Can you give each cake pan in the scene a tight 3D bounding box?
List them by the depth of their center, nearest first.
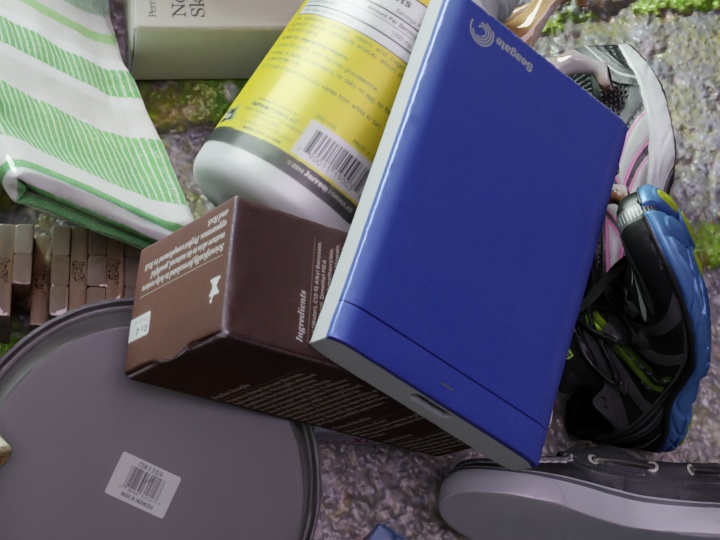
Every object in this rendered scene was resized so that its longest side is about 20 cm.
[{"bbox_3d":[-0.115,0.114,0.799,0.198,0.037,0.203,1,87,-12],"label":"cake pan"}]

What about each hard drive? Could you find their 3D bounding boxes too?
[{"bbox_3d":[0.060,-0.022,0.755,0.131,0.025,0.202,33,61,-25],"label":"hard drive"}]

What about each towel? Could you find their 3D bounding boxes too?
[{"bbox_3d":[-0.162,-0.105,0.812,0.023,0.152,0.201,-33,62,22],"label":"towel"}]

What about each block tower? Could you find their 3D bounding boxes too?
[{"bbox_3d":[-0.182,0.008,0.843,0.198,0.054,0.058,3,70,-12],"label":"block tower"}]

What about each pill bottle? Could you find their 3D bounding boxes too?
[{"bbox_3d":[0.006,-0.102,0.835,0.112,0.112,0.201,34,77,2],"label":"pill bottle"}]

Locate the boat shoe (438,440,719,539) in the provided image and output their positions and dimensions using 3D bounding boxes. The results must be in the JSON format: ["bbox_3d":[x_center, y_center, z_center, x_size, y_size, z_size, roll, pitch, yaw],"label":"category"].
[{"bbox_3d":[0.139,0.129,0.866,0.198,0.069,0.057,11,53,-11],"label":"boat shoe"}]

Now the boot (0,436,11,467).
[{"bbox_3d":[-0.213,0.027,0.752,0.200,0.073,0.156,-41,76,-13],"label":"boot"}]

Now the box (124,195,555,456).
[{"bbox_3d":[-0.007,0.034,0.770,0.198,0.100,0.076,16,66,-33],"label":"box"}]

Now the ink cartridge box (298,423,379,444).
[{"bbox_3d":[0.000,0.000,0.893,0.118,0.042,0.202,0,69,-12],"label":"ink cartridge box"}]

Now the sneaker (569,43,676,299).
[{"bbox_3d":[0.141,-0.044,0.917,0.085,0.080,0.202,-3,70,-11],"label":"sneaker"}]

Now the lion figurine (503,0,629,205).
[{"bbox_3d":[0.087,-0.080,0.887,0.121,0.073,0.202,-12,57,17],"label":"lion figurine"}]

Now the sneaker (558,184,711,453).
[{"bbox_3d":[0.144,0.037,0.829,0.082,0.201,0.071,-2,51,1],"label":"sneaker"}]

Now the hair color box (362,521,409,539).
[{"bbox_3d":[-0.027,0.233,0.770,0.060,0.100,0.201,34,67,3],"label":"hair color box"}]

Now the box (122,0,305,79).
[{"bbox_3d":[-0.043,-0.166,0.926,0.198,0.068,0.083,-3,72,-14],"label":"box"}]
